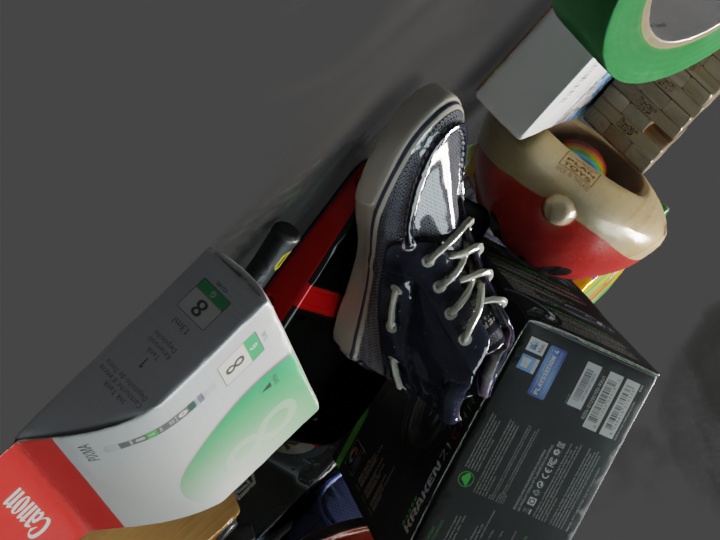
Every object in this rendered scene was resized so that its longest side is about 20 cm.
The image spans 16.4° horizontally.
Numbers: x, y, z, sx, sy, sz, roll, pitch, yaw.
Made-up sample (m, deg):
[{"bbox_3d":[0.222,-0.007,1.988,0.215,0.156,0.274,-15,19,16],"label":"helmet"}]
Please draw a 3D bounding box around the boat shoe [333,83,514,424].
[{"bbox_3d":[0.047,-0.005,1.339,0.075,0.093,0.201,-39,155,-33],"label":"boat shoe"}]

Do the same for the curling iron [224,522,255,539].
[{"bbox_3d":[-0.157,0.209,1.587,0.199,0.050,0.026,-29,-153,-3],"label":"curling iron"}]

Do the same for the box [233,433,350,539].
[{"bbox_3d":[-0.089,0.152,1.680,0.200,0.086,0.164,-45,172,0],"label":"box"}]

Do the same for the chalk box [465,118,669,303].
[{"bbox_3d":[0.087,0.000,1.679,0.200,0.124,0.125,-41,172,-31],"label":"chalk box"}]

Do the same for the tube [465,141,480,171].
[{"bbox_3d":[0.000,0.000,1.507,0.200,0.052,0.058,-53,-155,26],"label":"tube"}]

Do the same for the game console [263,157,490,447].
[{"bbox_3d":[-0.010,0.021,1.431,0.177,0.031,0.200,-57,159,6],"label":"game console"}]

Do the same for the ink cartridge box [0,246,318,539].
[{"bbox_3d":[-0.114,0.096,1.229,0.200,0.050,0.161,-46,160,-10],"label":"ink cartridge box"}]

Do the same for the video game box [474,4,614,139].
[{"bbox_3d":[0.166,-0.170,1.488,0.200,0.047,0.182,-48,171,17],"label":"video game box"}]

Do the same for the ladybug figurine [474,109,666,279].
[{"bbox_3d":[0.123,-0.046,1.557,0.072,0.135,0.200,-53,176,14],"label":"ladybug figurine"}]

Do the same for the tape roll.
[{"bbox_3d":[0.189,-0.187,1.310,0.200,0.048,0.201,-34,158,-16],"label":"tape roll"}]

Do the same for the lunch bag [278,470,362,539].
[{"bbox_3d":[0.011,0.209,1.668,0.133,0.136,0.200,-52,170,32],"label":"lunch bag"}]

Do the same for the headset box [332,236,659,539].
[{"bbox_3d":[0.075,0.087,1.510,0.175,0.092,0.200,-63,-162,11],"label":"headset box"}]

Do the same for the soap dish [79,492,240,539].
[{"bbox_3d":[-0.161,0.184,1.454,0.157,0.081,0.200,-40,173,-38],"label":"soap dish"}]

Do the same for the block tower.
[{"bbox_3d":[0.218,-0.145,1.534,0.200,0.058,0.054,-51,174,32],"label":"block tower"}]

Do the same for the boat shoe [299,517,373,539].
[{"bbox_3d":[-0.046,0.202,1.513,0.199,0.072,0.063,-23,168,-19],"label":"boat shoe"}]

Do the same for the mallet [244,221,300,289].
[{"bbox_3d":[-0.088,0.052,1.322,0.200,0.041,0.066,-52,171,17],"label":"mallet"}]
